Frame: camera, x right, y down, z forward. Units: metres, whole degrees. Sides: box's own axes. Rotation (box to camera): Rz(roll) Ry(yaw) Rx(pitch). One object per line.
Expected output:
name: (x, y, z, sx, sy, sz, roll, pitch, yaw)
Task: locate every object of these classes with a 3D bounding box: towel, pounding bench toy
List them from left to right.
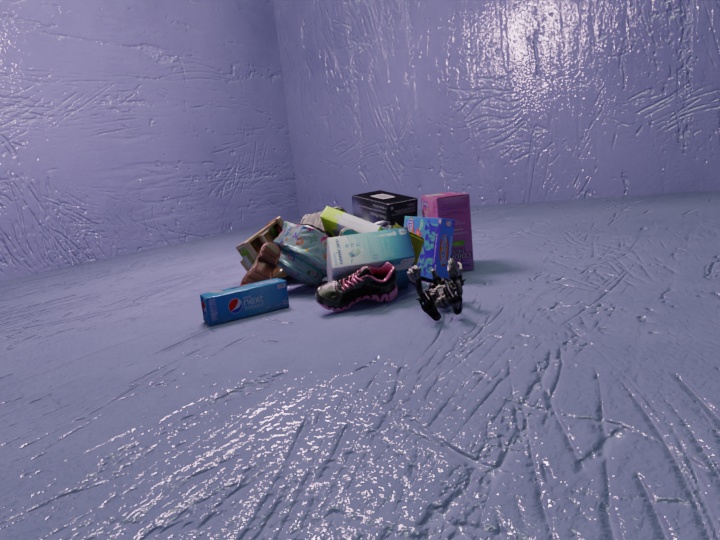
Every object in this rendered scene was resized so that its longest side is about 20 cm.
pounding bench toy: (-0.290, -0.068, 1.717, 0.155, 0.126, 0.199, -40, 12, -23)
towel: (0.109, -0.045, 1.389, 0.084, 0.018, 0.201, 25, -27, 8)

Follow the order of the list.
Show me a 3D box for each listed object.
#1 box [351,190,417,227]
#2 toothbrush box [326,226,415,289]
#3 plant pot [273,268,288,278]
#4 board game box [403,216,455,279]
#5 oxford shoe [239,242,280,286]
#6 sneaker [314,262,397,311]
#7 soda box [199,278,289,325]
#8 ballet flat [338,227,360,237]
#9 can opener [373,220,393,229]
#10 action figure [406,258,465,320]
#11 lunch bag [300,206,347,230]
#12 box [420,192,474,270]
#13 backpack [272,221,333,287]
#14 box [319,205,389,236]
box: (0.074, -0.126, 1.683, 0.121, 0.205, 0.198, -14, 21, -31)
toothbrush box: (0.019, -0.015, 1.302, 0.194, 0.087, 0.148, -7, -31, -9)
plant pot: (-0.203, -0.026, 1.685, 0.198, 0.028, 0.200, -35, 11, 8)
board game box: (0.171, -0.062, 1.455, 0.044, 0.157, 0.199, 4, 4, -23)
oxford shoe: (-0.261, 0.025, 1.407, 0.075, 0.069, 0.203, -50, 12, 51)
sneaker: (-0.007, 0.027, 1.216, 0.194, 0.097, 0.080, -11, 51, -17)
soda box: (-0.270, 0.070, 1.291, 0.195, 0.066, 0.067, -12, 11, -29)
ballet flat: (0.014, -0.032, 1.412, 0.076, 0.199, 0.064, -52, 17, -11)
can opener: (0.048, -0.060, 1.542, 0.051, 0.202, 0.068, -7, 54, -17)
action figure: (0.161, 0.029, 1.124, 0.116, 0.105, 0.200, -17, 10, 8)
lunch bag: (-0.114, -0.116, 1.837, 0.137, 0.173, 0.197, -8, 0, -40)
box: (0.241, -0.110, 1.543, 0.094, 0.207, 0.176, -8, 10, -6)
backpack: (-0.138, -0.046, 1.490, 0.176, 0.154, 0.198, 34, -18, -32)
box: (-0.007, -0.091, 1.473, 0.196, 0.123, 0.048, 23, 63, 25)
